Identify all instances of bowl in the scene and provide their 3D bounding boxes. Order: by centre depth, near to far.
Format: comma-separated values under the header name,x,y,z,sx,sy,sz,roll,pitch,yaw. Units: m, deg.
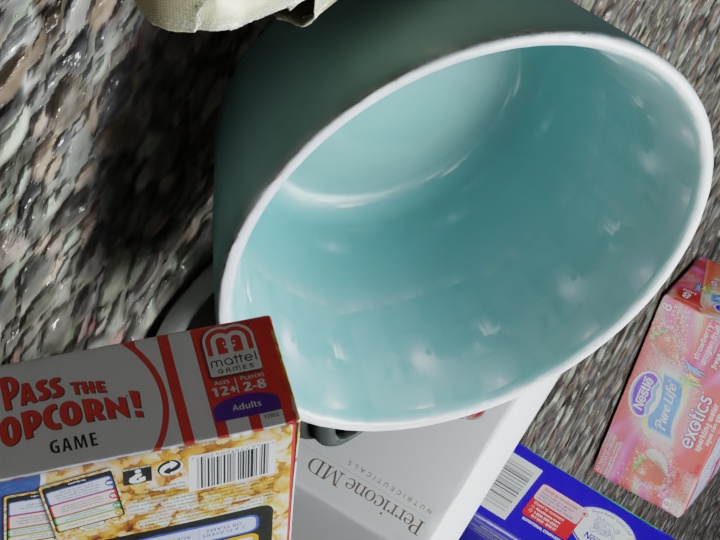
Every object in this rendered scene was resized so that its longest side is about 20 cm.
name,x,y,z,sx,sy,sz,roll,pitch,yaw
bowl,0.024,-0.044,0.960,0.201,0.105,0.201,-15,139,-13

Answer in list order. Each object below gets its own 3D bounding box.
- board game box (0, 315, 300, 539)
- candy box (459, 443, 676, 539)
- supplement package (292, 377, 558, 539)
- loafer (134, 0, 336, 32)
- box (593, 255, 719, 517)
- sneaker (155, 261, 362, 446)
name,x,y,z,sx,sy,sz,roll,pitch,yaw
board game box,-0.101,0.103,0.865,0.151,0.046,0.200,-10,146,-11
candy box,0.142,0.233,1.801,0.077,0.169,0.200,-48,160,-30
supplement package,0.025,0.044,1.177,0.200,0.121,0.120,-57,171,-21
loafer,-0.023,-0.125,0.860,0.200,0.076,0.068,-17,135,-56
box,0.295,0.104,2.208,0.103,0.095,0.200,-39,152,-54
sneaker,0.000,0.000,1.083,0.200,0.099,0.071,-54,161,-33
